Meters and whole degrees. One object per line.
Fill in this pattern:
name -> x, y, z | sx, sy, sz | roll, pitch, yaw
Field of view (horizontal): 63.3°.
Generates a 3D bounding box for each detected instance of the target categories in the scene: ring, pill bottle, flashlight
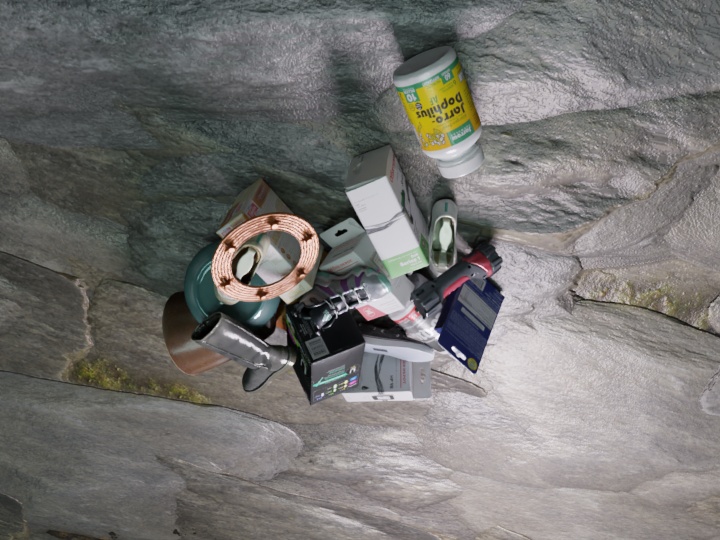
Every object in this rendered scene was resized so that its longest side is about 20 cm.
ring -> -0.163, -0.016, 1.029 | 0.199, 0.019, 0.202 | -19, 140, -17
pill bottle -> 0.142, -0.266, 1.003 | 0.112, 0.113, 0.201 | -18, 120, 18
flashlight -> 0.191, 0.023, 1.156 | 0.068, 0.199, 0.068 | 45, 160, 24
pill bottle -> 0.167, 0.106, 1.253 | 0.199, 0.114, 0.114 | 36, 121, -16

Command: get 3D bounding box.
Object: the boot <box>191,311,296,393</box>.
boot -> -0.253, 0.171, 1.185 | 0.199, 0.073, 0.182 | 24, 126, -38

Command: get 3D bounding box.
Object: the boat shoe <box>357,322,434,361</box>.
boat shoe -> 0.073, 0.155, 1.315 | 0.198, 0.067, 0.070 | 5, 149, 22

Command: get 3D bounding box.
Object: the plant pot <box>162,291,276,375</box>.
plant pot -> -0.293, 0.116, 1.275 | 0.198, 0.188, 0.188 | -14, 122, 15

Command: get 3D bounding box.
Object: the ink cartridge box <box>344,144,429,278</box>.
ink cartridge box -> 0.055, -0.113, 1.098 | 0.084, 0.147, 0.201 | -19, 121, 18

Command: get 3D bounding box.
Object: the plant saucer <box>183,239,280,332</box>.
plant saucer -> -0.260, 0.038, 1.176 | 0.198, 0.036, 0.202 | 0, 96, -3

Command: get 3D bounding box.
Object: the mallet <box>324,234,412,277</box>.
mallet -> 0.025, -0.047, 1.219 | 0.198, 0.066, 0.041 | 23, 126, 10

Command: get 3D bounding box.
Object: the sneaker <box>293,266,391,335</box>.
sneaker -> -0.043, 0.067, 1.109 | 0.199, 0.140, 0.078 | -8, 127, 39

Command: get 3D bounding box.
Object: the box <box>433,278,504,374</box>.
box -> 0.221, 0.100, 1.198 | 0.121, 0.201, 0.032 | 41, 147, -20

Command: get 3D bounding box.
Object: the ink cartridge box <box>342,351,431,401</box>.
ink cartridge box -> 0.061, 0.235, 1.345 | 0.198, 0.117, 0.067 | -4, 151, 10

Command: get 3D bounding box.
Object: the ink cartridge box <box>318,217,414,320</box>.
ink cartridge box -> 0.000, 0.000, 1.178 | 0.200, 0.068, 0.116 | 48, 138, -17

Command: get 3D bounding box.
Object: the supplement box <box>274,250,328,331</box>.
supplement box -> -0.113, 0.052, 1.282 | 0.066, 0.069, 0.200 | 30, 120, -16

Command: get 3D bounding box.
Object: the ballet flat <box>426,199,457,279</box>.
ballet flat -> 0.165, -0.045, 1.180 | 0.069, 0.070, 0.202 | 2, 125, 6

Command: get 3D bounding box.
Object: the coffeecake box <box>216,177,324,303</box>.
coffeecake box -> -0.172, -0.060, 1.158 | 0.073, 0.154, 0.200 | -31, 115, 24

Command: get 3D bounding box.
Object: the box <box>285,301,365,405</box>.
box -> -0.079, 0.166, 1.246 | 0.123, 0.149, 0.201 | -19, 148, -18

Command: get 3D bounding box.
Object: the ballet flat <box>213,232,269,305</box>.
ballet flat -> -0.229, 0.005, 1.078 | 0.067, 0.063, 0.201 | 24, 125, -12
